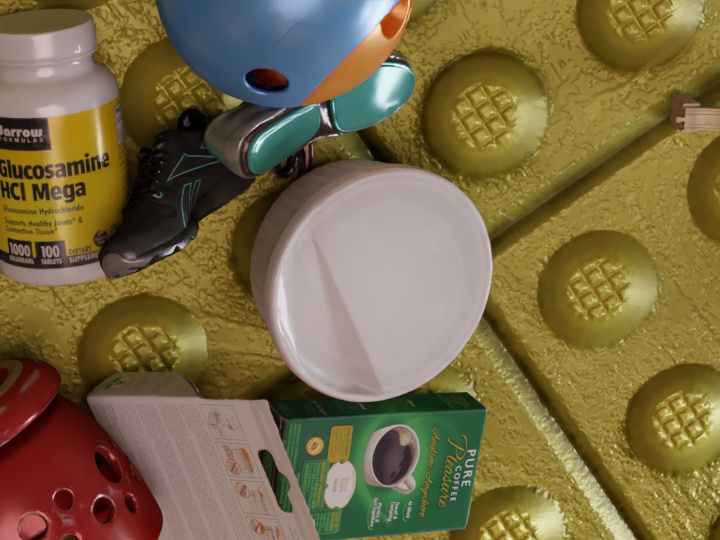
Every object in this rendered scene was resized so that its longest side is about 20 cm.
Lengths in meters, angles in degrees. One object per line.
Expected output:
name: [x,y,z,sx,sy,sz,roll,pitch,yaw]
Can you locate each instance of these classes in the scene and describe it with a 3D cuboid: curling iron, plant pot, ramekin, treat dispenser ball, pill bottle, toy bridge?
curling iron: [-0.056,-0.033,1.579,0.049,0.026,0.201,-10,111,-15]
plant pot: [-0.286,0.182,1.526,0.200,0.200,0.183,-27,106,0]
ramekin: [0.000,0.000,1.547,0.201,0.094,0.203,-9,111,-25]
treat dispenser ball: [-0.057,-0.224,1.414,0.200,0.201,0.202,-4,111,-10]
pill bottle: [-0.242,-0.098,1.473,0.112,0.113,0.201,-7,111,-8]
toy bridge: [0.364,-0.133,1.604,0.199,0.067,0.027,-3,111,-10]

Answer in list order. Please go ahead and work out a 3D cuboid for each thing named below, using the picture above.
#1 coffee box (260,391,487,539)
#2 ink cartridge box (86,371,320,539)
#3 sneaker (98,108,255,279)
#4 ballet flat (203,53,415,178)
coffee box: [0.009,0.171,1.635,0.199,0.044,0.124,-2,111,-26]
ink cartridge box: [-0.120,0.162,1.565,0.199,0.050,0.162,-3,118,35]
sneaker: [-0.158,-0.060,1.477,0.075,0.200,0.080,-21,107,32]
ballet flat: [-0.043,-0.136,1.514,0.200,0.064,0.068,-29,133,-35]
